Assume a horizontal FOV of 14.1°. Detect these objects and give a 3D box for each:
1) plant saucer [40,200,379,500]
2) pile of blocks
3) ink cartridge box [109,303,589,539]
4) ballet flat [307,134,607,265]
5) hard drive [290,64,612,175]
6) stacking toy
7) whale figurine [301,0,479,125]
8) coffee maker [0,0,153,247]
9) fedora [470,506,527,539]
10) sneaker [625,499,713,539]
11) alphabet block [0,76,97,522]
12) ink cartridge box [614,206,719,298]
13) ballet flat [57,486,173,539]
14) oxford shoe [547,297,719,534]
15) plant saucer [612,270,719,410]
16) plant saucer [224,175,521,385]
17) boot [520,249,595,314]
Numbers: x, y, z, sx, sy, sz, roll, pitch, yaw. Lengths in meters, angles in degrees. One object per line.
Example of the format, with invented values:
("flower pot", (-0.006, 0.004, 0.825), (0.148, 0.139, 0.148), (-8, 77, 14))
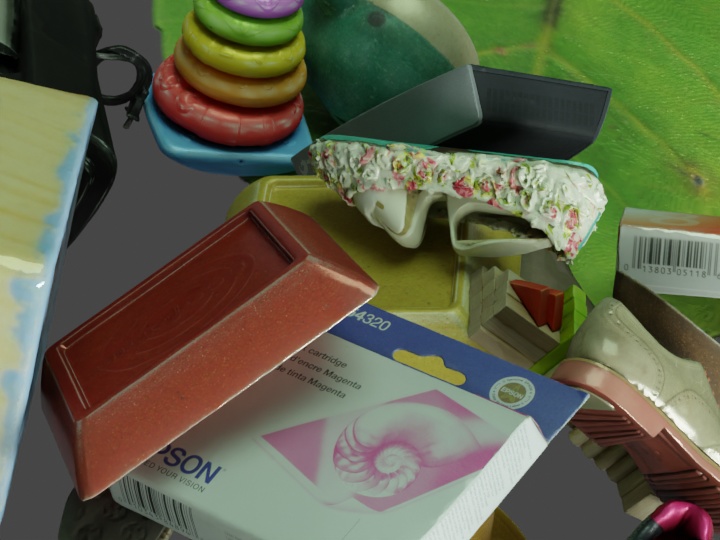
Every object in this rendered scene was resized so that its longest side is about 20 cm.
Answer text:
("plant saucer", (-0.099, 0.033, 1.655), (0.199, 0.037, 0.200), (-36, 19, -3))
("pile of blocks", (0.150, 0.066, 1.769), (0.200, 0.062, 0.082), (49, 31, -5))
("ink cartridge box", (-0.007, 0.088, 1.617), (0.195, 0.043, 0.200), (21, 53, 32))
("ballet flat", (0.053, -0.043, 1.794), (0.199, 0.076, 0.064), (7, 73, 24))
("hard drive", (0.059, -0.081, 1.914), (0.134, 0.200, 0.043), (7, 71, -35))
("stacking toy", (-0.076, -0.174, 1.977), (0.115, 0.201, 0.110), (2, 36, -18))
("whale figurine", (-0.014, -0.160, 2.063), (0.199, 0.159, 0.104), (27, 75, 23))
("coffee maker", (-0.214, -0.106, 1.885), (0.191, 0.135, 0.201), (6, 36, -15))
("fedora", (0.012, 0.138, 1.669), (0.199, 0.082, 0.201), (10, 34, -7))
("sneaker", (0.149, 0.204, 1.638), (0.080, 0.075, 0.200), (20, 35, 7))
("alphabet block", (-0.273, 0.003, 1.656), (0.199, 0.196, 0.197), (13, 32, -5))
("ink cartridge box", (0.257, -0.022, 1.946), (0.161, 0.051, 0.200), (5, 15, 8))
("ballet flat", (-0.130, 0.120, 1.682), (0.067, 0.047, 0.201), (4, 37, 4))
("oxford shoe", (0.196, 0.092, 1.697), (0.200, 0.070, 0.075), (42, 61, -30))
("plant saucer", (0.224, 0.078, 1.804), (0.200, 0.037, 0.200), (41, -1, 1))
("plant saucer", (0.000, 0.000, 1.834), (0.198, 0.049, 0.201), (-1, 39, 7))
("boot", (0.123, 0.022, 1.900), (0.146, 0.071, 0.199), (39, 45, 26))
